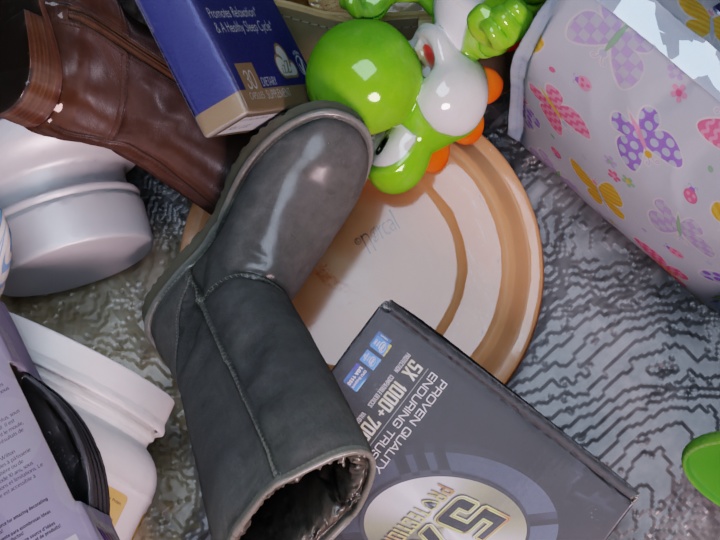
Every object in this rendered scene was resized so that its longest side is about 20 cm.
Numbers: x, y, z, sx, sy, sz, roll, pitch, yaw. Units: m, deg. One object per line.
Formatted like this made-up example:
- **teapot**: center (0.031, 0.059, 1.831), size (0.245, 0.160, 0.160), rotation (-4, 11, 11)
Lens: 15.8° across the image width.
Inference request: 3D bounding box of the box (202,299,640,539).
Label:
- **box**: center (0.019, 0.142, 1.334), size (0.164, 0.086, 0.200), rotation (38, 90, 4)

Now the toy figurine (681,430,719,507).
- **toy figurine**: center (0.285, 0.049, 1.350), size (0.199, 0.150, 0.185), rotation (26, 69, -13)

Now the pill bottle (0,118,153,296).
- **pill bottle**: center (-0.181, -0.095, 1.404), size (0.119, 0.120, 0.201), rotation (-17, 77, 0)

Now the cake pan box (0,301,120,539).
- **cake pan box**: center (-0.219, 0.126, 1.244), size (0.200, 0.052, 0.185), rotation (-33, 68, 4)

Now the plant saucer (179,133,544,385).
- **plant saucer**: center (0.000, 0.000, 1.406), size (0.199, 0.032, 0.201), rotation (0, 83, 2)

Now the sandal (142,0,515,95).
- **sandal**: center (-0.016, -0.138, 1.442), size (0.211, 0.078, 0.070), rotation (3, 46, -2)

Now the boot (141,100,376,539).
- **boot**: center (-0.034, 0.032, 1.274), size (0.072, 0.200, 0.182), rotation (25, 111, -25)

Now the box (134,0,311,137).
- **box**: center (-0.093, -0.165, 1.329), size (0.032, 0.121, 0.201), rotation (-30, 86, 18)

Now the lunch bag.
- **lunch bag**: center (0.172, -0.083, 1.338), size (0.169, 0.200, 0.127), rotation (41, 83, 12)

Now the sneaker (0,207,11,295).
- **sneaker**: center (-0.246, -0.047, 1.348), size (0.200, 0.072, 0.073), rotation (32, 121, 37)

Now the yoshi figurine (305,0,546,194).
- **yoshi figurine**: center (0.041, -0.138, 1.347), size (0.112, 0.112, 0.201), rotation (30, 97, 0)

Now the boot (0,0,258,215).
- **boot**: center (-0.113, -0.127, 1.353), size (0.064, 0.200, 0.187), rotation (-18, 62, 38)

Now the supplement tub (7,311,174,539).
- **supplement tub**: center (-0.192, 0.131, 1.341), size (0.144, 0.144, 0.201), rotation (24, 79, 9)
